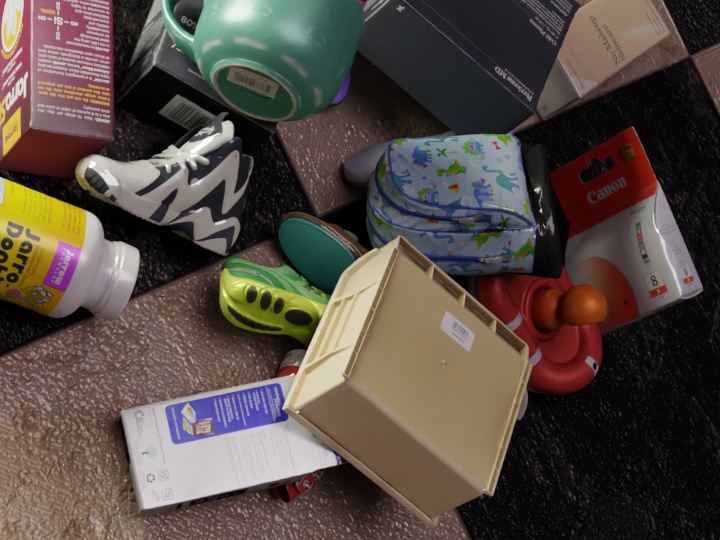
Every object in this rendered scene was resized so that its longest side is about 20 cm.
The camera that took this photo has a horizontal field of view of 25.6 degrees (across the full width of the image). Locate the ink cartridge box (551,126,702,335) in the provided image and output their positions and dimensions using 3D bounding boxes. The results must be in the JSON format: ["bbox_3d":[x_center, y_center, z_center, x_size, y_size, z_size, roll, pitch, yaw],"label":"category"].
[{"bbox_3d":[0.289,-0.040,1.816,0.050,0.162,0.202,-21,85,-37],"label":"ink cartridge box"}]

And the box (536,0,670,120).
[{"bbox_3d":[0.280,-0.274,1.946,0.199,0.078,0.096,-37,95,-36],"label":"box"}]

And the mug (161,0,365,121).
[{"bbox_3d":[-0.095,-0.214,1.526,0.152,0.183,0.116,45,55,-41],"label":"mug"}]

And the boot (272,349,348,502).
[{"bbox_3d":[-0.014,0.189,1.600,0.198,0.072,0.146,29,60,-12],"label":"boot"}]

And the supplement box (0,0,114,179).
[{"bbox_3d":[-0.296,-0.204,1.531,0.085,0.110,0.203,7,70,-30],"label":"supplement box"}]

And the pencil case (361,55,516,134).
[{"bbox_3d":[0.096,-0.218,1.803,0.199,0.085,0.084,34,44,-17],"label":"pencil case"}]

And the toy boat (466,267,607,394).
[{"bbox_3d":[0.214,0.044,1.743,0.131,0.130,0.201,-51,123,-33],"label":"toy boat"}]

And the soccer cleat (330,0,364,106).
[{"bbox_3d":[-0.027,-0.281,1.754,0.068,0.073,0.203,16,65,-27],"label":"soccer cleat"}]

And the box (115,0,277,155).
[{"bbox_3d":[-0.145,-0.237,1.644,0.147,0.104,0.202,29,59,-21],"label":"box"}]

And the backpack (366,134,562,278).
[{"bbox_3d":[0.103,-0.069,1.663,0.155,0.197,0.165,70,14,-48],"label":"backpack"}]

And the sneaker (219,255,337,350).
[{"bbox_3d":[-0.061,0.033,1.615,0.199,0.074,0.084,26,32,-38],"label":"sneaker"}]

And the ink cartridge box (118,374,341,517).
[{"bbox_3d":[-0.125,0.164,1.516,0.197,0.039,0.101,-10,73,-15],"label":"ink cartridge box"}]

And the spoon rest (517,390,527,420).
[{"bbox_3d":[0.100,0.120,1.693,0.198,0.061,0.100,8,39,-33],"label":"spoon rest"}]

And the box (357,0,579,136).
[{"bbox_3d":[0.112,-0.268,1.715,0.199,0.104,0.183,38,51,-15],"label":"box"}]

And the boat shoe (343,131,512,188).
[{"bbox_3d":[0.078,-0.111,1.760,0.198,0.070,0.067,-16,117,-19],"label":"boat shoe"}]

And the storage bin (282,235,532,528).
[{"bbox_3d":[0.054,0.104,1.554,0.199,0.093,0.200,40,47,-18],"label":"storage bin"}]

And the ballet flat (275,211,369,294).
[{"bbox_3d":[0.000,0.000,1.674,0.199,0.068,0.072,35,29,0],"label":"ballet flat"}]

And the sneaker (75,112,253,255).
[{"bbox_3d":[-0.179,-0.106,1.544,0.198,0.079,0.131,26,87,-38],"label":"sneaker"}]

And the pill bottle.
[{"bbox_3d":[-0.307,-0.021,1.462,0.198,0.104,0.106,21,63,-25],"label":"pill bottle"}]
